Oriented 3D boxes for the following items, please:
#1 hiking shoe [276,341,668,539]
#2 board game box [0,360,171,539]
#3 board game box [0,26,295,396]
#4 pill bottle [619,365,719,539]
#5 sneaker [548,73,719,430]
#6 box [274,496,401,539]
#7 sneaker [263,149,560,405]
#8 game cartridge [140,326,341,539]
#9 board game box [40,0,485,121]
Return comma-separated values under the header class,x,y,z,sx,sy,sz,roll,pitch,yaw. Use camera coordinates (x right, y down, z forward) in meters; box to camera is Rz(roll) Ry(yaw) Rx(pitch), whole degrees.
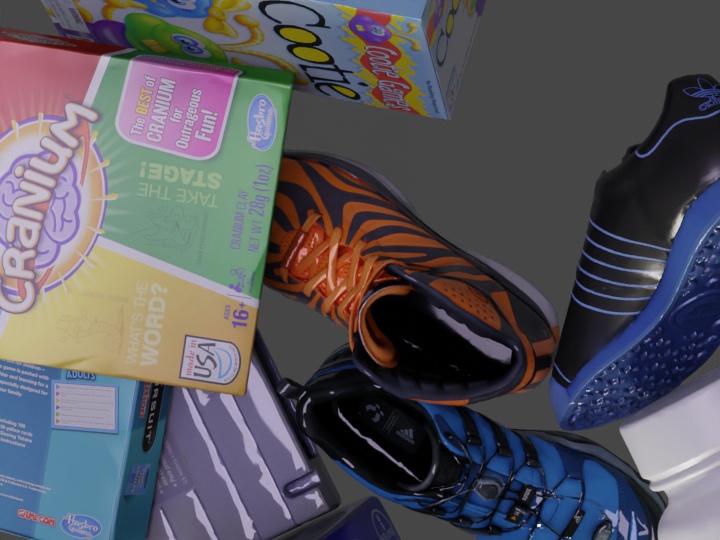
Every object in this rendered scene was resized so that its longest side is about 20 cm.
class,x,y,z,sx,sy,sz,roll,pitch,yaw
hiking shoe,0.055,0.104,1.199,0.200,0.087,0.075,24,104,13
board game box,-0.167,0.028,1.243,0.151,0.047,0.200,14,100,17
board game box,-0.140,-0.032,1.163,0.200,0.040,0.153,8,102,-2
pill bottle,0.207,0.138,1.145,0.113,0.113,0.200,-30,87,17
sneaker,0.135,-0.006,1.155,0.200,0.070,0.078,-59,45,45
box,-0.010,0.230,1.183,0.105,0.184,0.200,-28,89,16
sneaker,0.000,0.000,1.191,0.200,0.112,0.078,24,102,12
game cartridge,-0.108,0.057,1.271,0.129,0.038,0.200,-27,88,21
board game box,-0.045,-0.154,1.174,0.200,0.103,0.105,12,70,15
